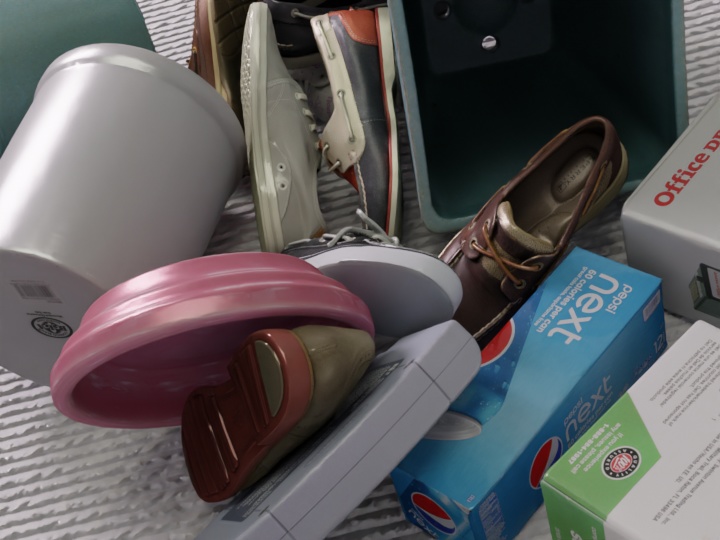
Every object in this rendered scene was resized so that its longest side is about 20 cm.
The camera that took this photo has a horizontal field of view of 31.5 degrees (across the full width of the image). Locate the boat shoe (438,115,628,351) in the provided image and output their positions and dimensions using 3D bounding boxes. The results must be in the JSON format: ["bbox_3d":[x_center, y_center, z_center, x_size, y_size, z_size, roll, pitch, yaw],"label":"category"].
[{"bbox_3d":[0.100,-0.021,0.836,0.072,0.072,0.200,44,91,16],"label":"boat shoe"}]

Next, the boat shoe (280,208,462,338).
[{"bbox_3d":[0.001,0.002,0.860,0.199,0.074,0.068,-12,35,53],"label":"boat shoe"}]

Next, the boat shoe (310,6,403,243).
[{"bbox_3d":[-0.001,-0.103,0.953,0.062,0.071,0.201,-4,76,1],"label":"boat shoe"}]

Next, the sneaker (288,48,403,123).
[{"bbox_3d":[-0.041,-0.170,1.074,0.199,0.075,0.100,2,46,20],"label":"sneaker"}]

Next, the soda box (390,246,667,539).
[{"bbox_3d":[0.106,0.079,0.782,0.068,0.064,0.200,25,57,36],"label":"soda box"}]

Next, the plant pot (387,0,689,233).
[{"bbox_3d":[0.113,-0.173,0.941,0.195,0.197,0.200,-12,28,-2],"label":"plant pot"}]

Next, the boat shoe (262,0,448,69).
[{"bbox_3d":[0.009,-0.225,1.032,0.199,0.063,0.073,-25,47,-18],"label":"boat shoe"}]

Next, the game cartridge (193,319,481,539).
[{"bbox_3d":[-0.016,0.111,0.748,0.200,0.042,0.133,-44,9,-19],"label":"game cartridge"}]

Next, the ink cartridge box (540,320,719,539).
[{"bbox_3d":[0.219,0.135,0.670,0.145,0.084,0.200,-39,47,-23],"label":"ink cartridge box"}]

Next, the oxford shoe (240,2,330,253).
[{"bbox_3d":[-0.059,-0.106,0.972,0.057,0.075,0.201,-7,82,-8],"label":"oxford shoe"}]

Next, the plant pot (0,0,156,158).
[{"bbox_3d":[-0.282,-0.164,1.078,0.195,0.201,0.200,-26,43,-18],"label":"plant pot"}]

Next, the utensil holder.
[{"bbox_3d":[-0.191,-0.035,0.927,0.169,0.170,0.201,1,50,20],"label":"utensil holder"}]

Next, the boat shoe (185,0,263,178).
[{"bbox_3d":[-0.115,-0.172,1.049,0.067,0.072,0.201,-11,81,37],"label":"boat shoe"}]

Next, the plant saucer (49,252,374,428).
[{"bbox_3d":[-0.092,0.042,0.787,0.199,0.201,0.051,-15,69,3],"label":"plant saucer"}]

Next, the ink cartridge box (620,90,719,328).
[{"bbox_3d":[0.288,-0.023,0.807,0.199,0.084,0.146,25,58,36],"label":"ink cartridge box"}]

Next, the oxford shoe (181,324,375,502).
[{"bbox_3d":[-0.053,0.090,0.771,0.074,0.200,0.071,-10,73,-31],"label":"oxford shoe"}]
